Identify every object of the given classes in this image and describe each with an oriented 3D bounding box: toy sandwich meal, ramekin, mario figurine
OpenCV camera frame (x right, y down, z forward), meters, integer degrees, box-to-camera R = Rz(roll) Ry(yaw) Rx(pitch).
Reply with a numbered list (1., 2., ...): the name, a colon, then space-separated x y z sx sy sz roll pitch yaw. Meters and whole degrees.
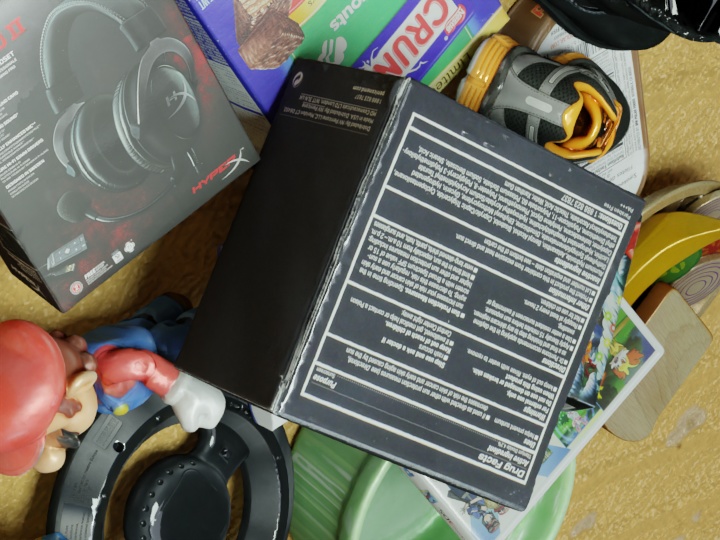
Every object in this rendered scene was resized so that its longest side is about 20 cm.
1. toy sandwich meal: 0.216 0.028 1.706 0.205 0.070 0.206 -29 144 -25
2. ramekin: 0.043 0.147 1.627 0.199 0.098 0.201 -20 125 -32
3. mario figurine: -0.158 0.077 1.397 0.200 0.106 0.123 -18 163 -47

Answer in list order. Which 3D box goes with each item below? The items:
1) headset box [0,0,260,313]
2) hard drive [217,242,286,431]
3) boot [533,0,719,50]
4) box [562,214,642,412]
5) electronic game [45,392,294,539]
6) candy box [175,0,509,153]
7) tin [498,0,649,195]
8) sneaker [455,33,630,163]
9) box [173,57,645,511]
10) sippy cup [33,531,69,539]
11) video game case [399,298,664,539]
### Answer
1. headset box: -0.167 -0.103 1.308 0.149 0.077 0.200 -38 127 -16
2. hard drive: 0.000 0.000 1.538 0.200 0.025 0.132 -31 125 -32
3. boot: 0.178 -0.176 1.476 0.198 0.162 0.074 23 90 -43
4. box: 0.077 -0.008 1.513 0.199 0.040 0.137 23 72 -23
5. electronic game: -0.118 0.157 1.516 0.200 0.042 0.201 -11 106 -43
6. candy box: -0.024 -0.166 1.409 0.169 0.077 0.200 -48 137 -12
7. tin: 0.143 -0.103 1.620 0.112 0.042 0.201 -29 129 -21
8. sneaker: 0.133 -0.096 1.515 0.200 0.077 0.079 3 111 -62
9. box: 0.028 0.008 1.374 0.200 0.123 0.199 25 85 -35
10. sippy cup: -0.209 0.226 1.402 0.130 0.140 0.178 -30 120 1
11. video game case: 0.084 0.052 1.544 0.200 0.022 0.182 -46 104 -26
